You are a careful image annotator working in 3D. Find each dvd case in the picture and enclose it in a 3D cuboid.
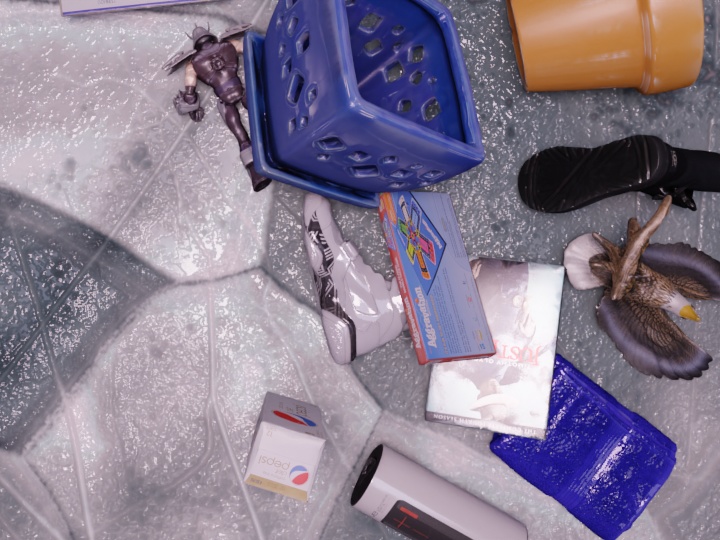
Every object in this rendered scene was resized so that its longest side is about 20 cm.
[{"bbox_3d":[0.158,0.086,0.952,0.144,0.022,0.203,8,87,11],"label":"dvd case"}]

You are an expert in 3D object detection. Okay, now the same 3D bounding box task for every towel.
[{"bbox_3d":[0.269,0.213,0.970,0.199,0.050,0.148,37,85,-4],"label":"towel"}]

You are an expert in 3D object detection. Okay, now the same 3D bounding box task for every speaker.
[{"bbox_3d":[0.089,0.281,0.938,0.199,0.081,0.082,31,87,-5],"label":"speaker"}]

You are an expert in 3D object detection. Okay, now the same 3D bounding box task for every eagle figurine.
[{"bbox_3d":[0.348,0.028,0.954,0.151,0.199,0.152,-29,50,28],"label":"eagle figurine"}]

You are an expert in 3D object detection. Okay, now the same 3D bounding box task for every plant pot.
[{"bbox_3d":[-0.011,-0.182,0.843,0.199,0.179,0.202,13,60,-43],"label":"plant pot"},{"bbox_3d":[0.263,-0.287,0.915,0.181,0.200,0.203,-12,90,10],"label":"plant pot"}]

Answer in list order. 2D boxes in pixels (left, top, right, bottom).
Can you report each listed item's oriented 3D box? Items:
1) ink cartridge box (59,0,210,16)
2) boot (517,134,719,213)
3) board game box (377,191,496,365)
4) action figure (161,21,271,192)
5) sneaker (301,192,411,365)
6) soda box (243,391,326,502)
[{"bbox_3d":[-0.255,-0.395,0.931,0.195,0.047,0.203,-8,92,-7],"label":"ink cartridge box"},{"bbox_3d":[0.310,-0.104,0.954,0.167,0.199,0.077,5,81,-40],"label":"boot"},{"bbox_3d":[0.084,0.004,0.916,0.102,0.019,0.202,0,67,-35],"label":"board game box"},{"bbox_3d":[-0.144,-0.195,0.929,0.129,0.069,0.201,-30,88,2],"label":"action figure"},{"bbox_3d":[0.000,0.000,0.937,0.114,0.075,0.202,-13,95,-7],"label":"sneaker"},{"bbox_3d":[-0.080,0.181,0.861,0.067,0.200,0.064,17,88,-5],"label":"soda box"}]
